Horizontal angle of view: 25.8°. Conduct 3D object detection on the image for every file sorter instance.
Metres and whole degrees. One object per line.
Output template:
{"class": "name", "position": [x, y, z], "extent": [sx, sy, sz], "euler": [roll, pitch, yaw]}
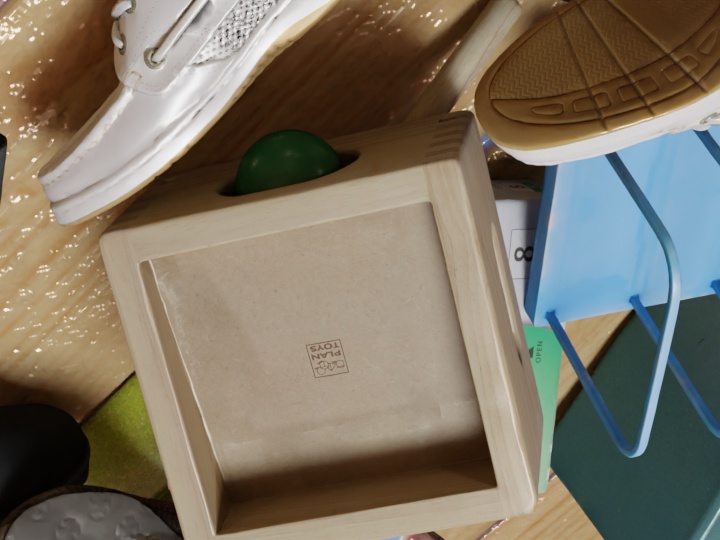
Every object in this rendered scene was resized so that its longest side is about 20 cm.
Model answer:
{"class": "file sorter", "position": [0.197, -0.009, 0.729], "extent": [0.199, 0.123, 0.139], "euler": [-10, 134, -14]}

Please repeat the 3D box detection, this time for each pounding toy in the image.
{"class": "pounding toy", "position": [0.000, 0.000, 0.709], "extent": [0.183, 0.142, 0.201], "euler": [-11, 105, 11]}

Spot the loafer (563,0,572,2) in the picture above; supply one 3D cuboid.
{"class": "loafer", "position": [0.116, -0.144, 0.676], "extent": [0.199, 0.070, 0.075], "euler": [-13, 170, -15]}

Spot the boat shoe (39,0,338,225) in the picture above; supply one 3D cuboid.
{"class": "boat shoe", "position": [-0.069, -0.104, 0.640], "extent": [0.200, 0.071, 0.069], "euler": [-44, 110, 10]}

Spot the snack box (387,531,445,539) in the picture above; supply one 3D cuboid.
{"class": "snack box", "position": [-0.032, 0.218, 0.878], "extent": [0.072, 0.024, 0.200], "euler": [36, 92, -29]}

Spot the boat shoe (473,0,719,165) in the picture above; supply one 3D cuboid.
{"class": "boat shoe", "position": [0.145, -0.087, 0.656], "extent": [0.199, 0.071, 0.069], "euler": [-23, 150, -1]}

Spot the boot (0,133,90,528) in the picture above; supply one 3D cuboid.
{"class": "boot", "position": [-0.181, 0.028, 0.715], "extent": [0.165, 0.065, 0.201], "euler": [-36, 135, -58]}

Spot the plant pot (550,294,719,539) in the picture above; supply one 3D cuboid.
{"class": "plant pot", "position": [0.233, 0.076, 0.912], "extent": [0.141, 0.141, 0.201], "euler": [10, 118, -32]}

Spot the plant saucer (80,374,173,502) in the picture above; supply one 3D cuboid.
{"class": "plant saucer", "position": [-0.067, 0.126, 0.877], "extent": [0.200, 0.048, 0.199], "euler": [-43, 134, 16]}

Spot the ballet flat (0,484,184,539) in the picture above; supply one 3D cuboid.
{"class": "ballet flat", "position": [-0.102, 0.139, 0.786], "extent": [0.199, 0.046, 0.068], "euler": [9, 90, -46]}

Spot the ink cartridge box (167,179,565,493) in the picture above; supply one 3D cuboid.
{"class": "ink cartridge box", "position": [0.008, 0.038, 0.789], "extent": [0.199, 0.050, 0.162], "euler": [-3, 107, -25]}
